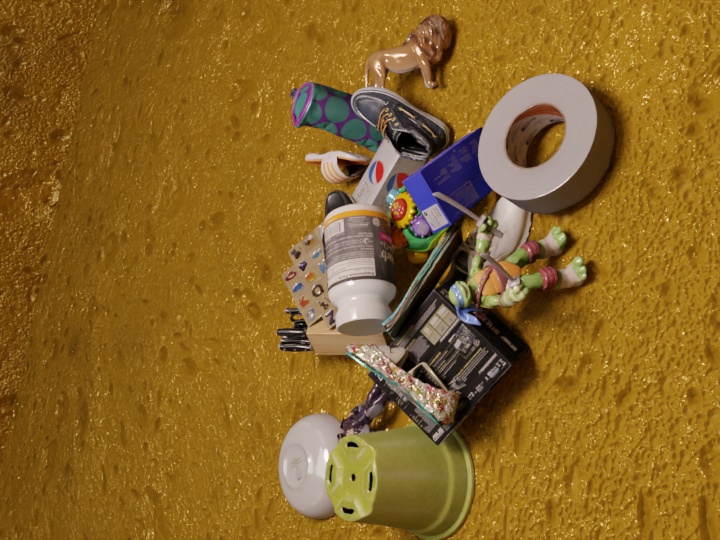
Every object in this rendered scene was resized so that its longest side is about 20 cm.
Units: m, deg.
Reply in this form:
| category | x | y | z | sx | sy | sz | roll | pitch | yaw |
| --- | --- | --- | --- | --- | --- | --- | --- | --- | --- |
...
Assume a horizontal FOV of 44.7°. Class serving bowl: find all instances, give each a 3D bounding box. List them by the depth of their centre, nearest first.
| category | x | y | z | sx | sy | sz | roll | pitch | yaw |
| --- | --- | --- | --- | --- | --- | --- | --- | --- | --- |
| serving bowl | -0.100 | 0.376 | 1.684 | 0.199 | 0.065 | 0.202 | -14 | 72 | 49 |

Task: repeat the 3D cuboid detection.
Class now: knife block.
| category | x | y | z | sx | sy | sz | roll | pitch | yaw |
| --- | --- | --- | --- | --- | --- | --- | --- | --- | --- |
| knife block | -0.059 | 0.120 | 1.616 | 0.175 | 0.064 | 0.200 | -34 | 44 | -11 |

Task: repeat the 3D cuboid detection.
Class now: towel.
| category | x | y | z | sx | sy | sz | roll | pitch | yaw |
| --- | --- | --- | --- | --- | --- | --- | --- | --- | --- |
| towel | 0.101 | 0.021 | 1.386 | 0.022 | 0.147 | 0.201 | 33 | 85 | 11 |

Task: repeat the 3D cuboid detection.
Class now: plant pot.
| category | x | y | z | sx | sy | sz | roll | pitch | yaw |
| --- | --- | --- | --- | --- | --- | --- | --- | --- | --- |
| plant pot | 0.050 | 0.336 | 1.414 | 0.199 | 0.183 | 0.203 | -14 | 72 | 48 |

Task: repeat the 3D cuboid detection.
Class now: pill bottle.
| category | x | y | z | sx | sy | sz | roll | pitch | yaw |
| --- | --- | --- | --- | --- | --- | --- | --- | --- | --- |
| pill bottle | 0.000 | 0.000 | 1.464 | 0.116 | 0.116 | 0.202 | -27 | 60 | 45 |

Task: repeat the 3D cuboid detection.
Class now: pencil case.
| category | x | y | z | sx | sy | sz | roll | pitch | yaw |
| --- | --- | --- | --- | --- | --- | --- | --- | --- | --- |
| pencil case | -0.035 | -0.286 | 1.646 | 0.093 | 0.199 | 0.086 | -50 | 40 | 35 |

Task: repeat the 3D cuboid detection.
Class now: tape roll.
| category | x | y | z | sx | sy | sz | roll | pitch | yaw |
| --- | --- | --- | --- | --- | --- | --- | --- | --- | --- |
| tape roll | 0.278 | -0.191 | 1.319 | 0.199 | 0.066 | 0.202 | -16 | 64 | 36 |

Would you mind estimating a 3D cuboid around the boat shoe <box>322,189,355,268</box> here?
| category | x | y | z | sx | sy | sz | roll | pitch | yaw |
| --- | --- | --- | --- | --- | --- | --- | --- | --- | --- |
| boat shoe | -0.037 | -0.066 | 1.588 | 0.071 | 0.067 | 0.202 | -22 | 58 | 27 |

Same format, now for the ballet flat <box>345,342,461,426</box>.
| category | x | y | z | sx | sy | sz | roll | pitch | yaw |
| --- | --- | --- | --- | --- | --- | --- | --- | --- | --- |
| ballet flat | 0.069 | 0.159 | 1.340 | 0.199 | 0.076 | 0.064 | 36 | 87 | 13 |

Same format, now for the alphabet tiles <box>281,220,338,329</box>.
| category | x | y | z | sx | sy | sz | roll | pitch | yaw |
| --- | --- | --- | --- | --- | --- | --- | --- | --- | --- |
| alphabet tiles | -0.061 | 0.005 | 1.618 | 0.166 | 0.006 | 0.201 | -40 | 54 | 13 |

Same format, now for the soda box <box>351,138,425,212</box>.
| category | x | y | z | sx | sy | sz | roll | pitch | yaw |
| --- | --- | --- | --- | --- | --- | --- | --- | --- | --- |
| soda box | 0.040 | -0.150 | 1.629 | 0.201 | 0.068 | 0.064 | -60 | 43 | 23 |

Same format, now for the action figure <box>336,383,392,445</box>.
| category | x | y | z | sx | sy | sz | roll | pitch | yaw |
| --- | --- | --- | --- | --- | --- | --- | --- | --- | --- |
| action figure | 0.019 | 0.247 | 1.543 | 0.201 | 0.069 | 0.130 | -57 | 20 | 11 |

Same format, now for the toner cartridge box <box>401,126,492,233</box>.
| category | x | y | z | sx | sy | sz | roll | pitch | yaw |
| --- | --- | --- | --- | --- | --- | --- | --- | --- | --- |
| toner cartridge box | 0.154 | -0.144 | 1.372 | 0.043 | 0.200 | 0.095 | -24 | 100 | 45 |

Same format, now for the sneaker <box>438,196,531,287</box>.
| category | x | y | z | sx | sy | sz | roll | pitch | yaw |
| --- | --- | --- | --- | --- | --- | --- | --- | --- | --- |
| sneaker | 0.200 | -0.038 | 1.399 | 0.076 | 0.080 | 0.201 | 45 | 115 | 47 |

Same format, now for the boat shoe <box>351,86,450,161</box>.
| category | x | y | z | sx | sy | sz | roll | pitch | yaw |
| --- | --- | --- | --- | --- | --- | --- | --- | --- | --- |
| boat shoe | 0.057 | -0.261 | 1.543 | 0.199 | 0.091 | 0.071 | 27 | 127 | 16 |

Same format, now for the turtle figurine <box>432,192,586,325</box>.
| category | x | y | z | sx | sy | sz | roll | pitch | yaw |
| --- | --- | --- | --- | --- | --- | --- | --- | --- | --- |
| turtle figurine | 0.222 | -0.019 | 1.256 | 0.144 | 0.192 | 0.202 | -144 | 43 | -65 |

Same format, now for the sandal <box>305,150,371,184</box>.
| category | x | y | z | sx | sy | sz | roll | pitch | yaw |
| --- | --- | --- | --- | --- | --- | --- | --- | --- | --- |
| sandal | -0.047 | -0.201 | 1.750 | 0.206 | 0.079 | 0.060 | 7 | 88 | 60 |

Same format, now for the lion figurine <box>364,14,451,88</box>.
| category | x | y | z | sx | sy | sz | roll | pitch | yaw |
| --- | --- | --- | --- | --- | --- | --- | --- | --- | --- |
| lion figurine | 0.075 | -0.381 | 1.590 | 0.198 | 0.072 | 0.124 | -15 | 97 | 9 |

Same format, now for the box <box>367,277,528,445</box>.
| category | x | y | z | sx | sy | sz | roll | pitch | yaw |
| --- | --- | --- | --- | --- | --- | --- | --- | --- | --- |
| box | 0.135 | 0.143 | 1.378 | 0.164 | 0.086 | 0.201 | 43 | 120 | 13 |

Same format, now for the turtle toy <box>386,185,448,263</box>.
| category | x | y | z | sx | sy | sz | roll | pitch | yaw |
| --- | --- | --- | --- | --- | --- | --- | --- | --- | --- |
| turtle toy | 0.113 | -0.104 | 1.502 | 0.199 | 0.100 | 0.147 | -23 | 65 | 46 |
